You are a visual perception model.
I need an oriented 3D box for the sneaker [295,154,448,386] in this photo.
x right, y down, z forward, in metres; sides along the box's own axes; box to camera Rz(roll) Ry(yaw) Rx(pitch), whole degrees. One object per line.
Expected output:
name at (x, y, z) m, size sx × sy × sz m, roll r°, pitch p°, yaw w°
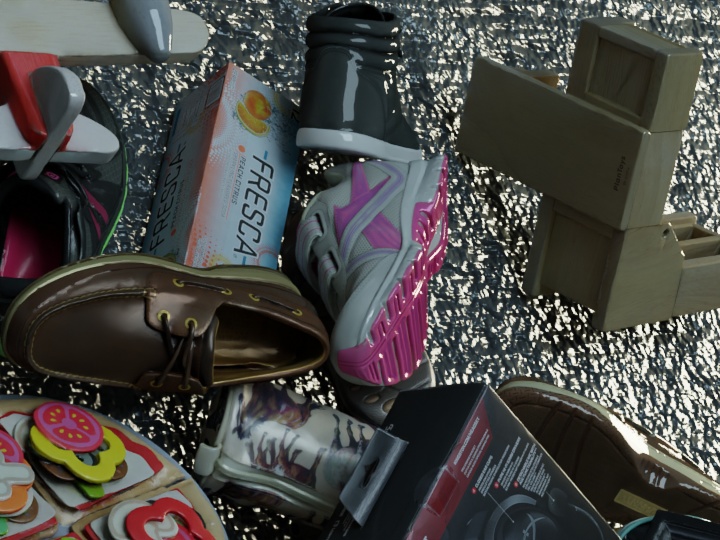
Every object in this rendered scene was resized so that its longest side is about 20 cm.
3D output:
sneaker at (0.000, 0.000, 1.597) m, size 0.088 × 0.082 × 0.200 m, roll 4°, pitch 34°, yaw 9°

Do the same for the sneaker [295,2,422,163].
sneaker at (0.006, -0.122, 1.708) m, size 0.200 × 0.070 × 0.100 m, roll 3°, pitch 95°, yaw -79°

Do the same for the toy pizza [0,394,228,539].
toy pizza at (-0.158, 0.136, 1.424) m, size 0.199 × 0.032 × 0.201 m, roll 20°, pitch 36°, yaw -15°

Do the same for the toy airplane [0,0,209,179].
toy airplane at (-0.200, -0.149, 1.488) m, size 0.198 × 0.142 × 0.200 m, roll 25°, pitch 26°, yaw 5°

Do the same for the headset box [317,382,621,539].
headset box at (0.060, 0.171, 1.468) m, size 0.200 × 0.077 × 0.149 m, roll 48°, pitch 55°, yaw -28°

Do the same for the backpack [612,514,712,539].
backpack at (0.181, 0.258, 1.624) m, size 0.175 × 0.153 × 0.201 m, roll 2°, pitch 75°, yaw -43°

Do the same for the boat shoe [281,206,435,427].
boat shoe at (-0.002, 0.038, 1.668) m, size 0.075 × 0.072 × 0.201 m, roll -14°, pitch 50°, yaw -3°

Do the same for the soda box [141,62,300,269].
soda box at (-0.090, -0.031, 1.629) m, size 0.068 × 0.064 × 0.201 m, roll 32°, pitch 46°, yaw -25°

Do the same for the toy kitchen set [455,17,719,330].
toy kitchen set at (0.189, -0.088, 1.870) m, size 0.180 × 0.201 × 0.163 m, roll -8°, pitch 27°, yaw -45°

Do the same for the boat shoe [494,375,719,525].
boat shoe at (0.166, 0.129, 1.777) m, size 0.202 × 0.075 × 0.075 m, roll 34°, pitch 17°, yaw -18°

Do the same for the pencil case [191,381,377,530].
pencil case at (-0.009, 0.128, 1.559) m, size 0.199 × 0.078 × 0.090 m, roll 23°, pitch 17°, yaw -15°

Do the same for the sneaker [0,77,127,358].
sneaker at (-0.179, -0.043, 1.523) m, size 0.076 × 0.084 × 0.201 m, roll 0°, pitch 54°, yaw 1°

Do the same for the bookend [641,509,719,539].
bookend at (0.220, 0.255, 1.433) m, size 0.200 × 0.198 × 0.092 m, roll -56°, pitch 144°, yaw -32°

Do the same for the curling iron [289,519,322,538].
curling iron at (0.026, 0.129, 1.655) m, size 0.200 × 0.025 × 0.050 m, roll -23°, pitch 111°, yaw -40°

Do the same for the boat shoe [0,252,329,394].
boat shoe at (-0.106, 0.034, 1.479) m, size 0.199 × 0.072 × 0.068 m, roll -1°, pitch 22°, yaw -34°
